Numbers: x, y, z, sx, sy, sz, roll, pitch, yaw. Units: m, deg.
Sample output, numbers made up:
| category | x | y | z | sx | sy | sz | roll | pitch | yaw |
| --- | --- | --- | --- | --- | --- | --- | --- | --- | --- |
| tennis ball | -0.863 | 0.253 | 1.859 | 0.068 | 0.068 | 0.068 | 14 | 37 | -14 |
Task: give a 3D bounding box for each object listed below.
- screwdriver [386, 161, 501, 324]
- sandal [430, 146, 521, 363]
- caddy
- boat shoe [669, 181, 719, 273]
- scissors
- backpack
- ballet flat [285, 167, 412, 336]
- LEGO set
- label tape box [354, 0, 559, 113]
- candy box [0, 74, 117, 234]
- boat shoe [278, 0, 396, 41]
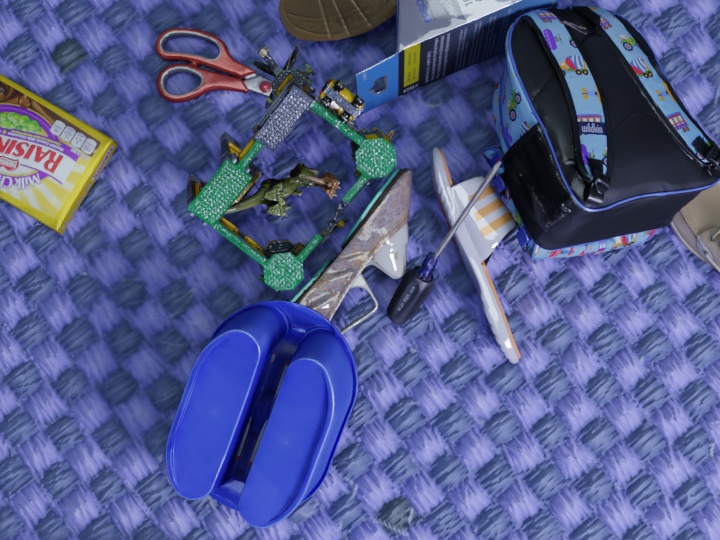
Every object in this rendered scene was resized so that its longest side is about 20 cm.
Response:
| category | x | y | z | sx | sy | sz | roll | pitch | yaw |
| --- | --- | --- | --- | --- | --- | --- | --- | --- | --- |
| screwdriver | 0.072 | -0.026 | 1.254 | 0.028 | 0.200 | 0.029 | -7 | 48 | -40 |
| sandal | 0.119 | -0.020 | 1.291 | 0.059 | 0.079 | 0.207 | -22 | 90 | 2 |
| caddy | -0.085 | 0.126 | 1.250 | 0.141 | 0.105 | 0.200 | 22 | 103 | 5 |
| boat shoe | 0.344 | -0.023 | 1.290 | 0.072 | 0.065 | 0.200 | -34 | 82 | -4 |
| scissors | -0.099 | -0.183 | 1.348 | 0.200 | 0.014 | 0.073 | 9 | 80 | 4 |
| backpack | 0.195 | -0.128 | 1.257 | 0.182 | 0.135 | 0.200 | -13 | 70 | -30 |
| ballet flat | 0.000 | 0.000 | 1.297 | 0.067 | 0.068 | 0.200 | 39 | 94 | 2 |
| LEGO set | -0.067 | -0.092 | 1.290 | 0.154 | 0.116 | 0.200 | 29 | 104 | -16 |
| label tape box | 0.075 | -0.222 | 1.285 | 0.200 | 0.144 | 0.063 | -23 | 82 | -3 |
| candy box | -0.339 | -0.126 | 1.337 | 0.200 | 0.026 | 0.102 | 30 | 86 | 5 |
| boat shoe | 0.021 | -0.270 | 1.336 | 0.200 | 0.069 | 0.071 | -18 | 103 | 17 |
